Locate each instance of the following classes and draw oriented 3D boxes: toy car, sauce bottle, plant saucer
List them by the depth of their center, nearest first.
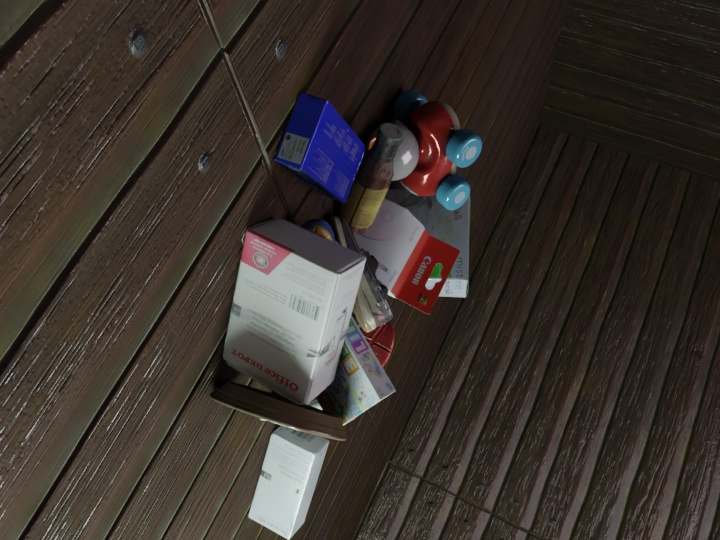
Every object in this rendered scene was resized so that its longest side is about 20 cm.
[{"bbox_3d":[-0.110,0.192,0.879,0.200,0.198,0.030,55,52,-71],"label":"plant saucer"},{"bbox_3d":[0.019,-0.146,1.022,0.066,0.066,0.201,-52,173,-44],"label":"sauce bottle"},{"bbox_3d":[0.072,-0.196,1.110,0.199,0.184,0.178,-21,140,-28],"label":"toy car"}]

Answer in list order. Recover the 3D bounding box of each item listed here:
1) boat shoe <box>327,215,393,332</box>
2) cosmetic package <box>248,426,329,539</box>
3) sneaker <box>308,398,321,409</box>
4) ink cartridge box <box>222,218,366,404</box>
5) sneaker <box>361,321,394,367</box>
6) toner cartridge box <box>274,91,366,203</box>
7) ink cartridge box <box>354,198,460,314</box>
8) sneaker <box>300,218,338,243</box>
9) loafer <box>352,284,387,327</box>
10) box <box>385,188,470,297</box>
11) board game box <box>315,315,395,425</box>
[{"bbox_3d":[0.000,0.000,1.055,0.064,0.202,0.072,-20,-179,-16],"label":"boat shoe"},{"bbox_3d":[-0.141,0.408,1.234,0.074,0.101,0.202,-22,130,-67],"label":"cosmetic package"},{"bbox_3d":[-0.064,0.182,1.085,0.200,0.078,0.078,-93,158,-65],"label":"sneaker"},{"bbox_3d":[-0.092,0.053,0.844,0.083,0.146,0.202,-30,140,-58],"label":"ink cartridge box"},{"bbox_3d":[0.006,0.178,1.183,0.201,0.078,0.116,-60,172,4],"label":"sneaker"},{"bbox_3d":[-0.050,-0.165,0.887,0.096,0.043,0.200,-67,164,-1],"label":"toner cartridge box"},{"bbox_3d":[0.071,-0.035,1.167,0.163,0.199,0.057,-59,167,-29],"label":"ink cartridge box"},{"bbox_3d":[-0.068,-0.030,0.978,0.201,0.075,0.089,103,8,-58],"label":"sneaker"},{"bbox_3d":[-0.025,0.083,1.154,0.200,0.071,0.073,-49,171,35],"label":"loafer"},{"bbox_3d":[0.133,-0.055,1.282,0.097,0.175,0.202,71,23,-65],"label":"box"},{"bbox_3d":[-0.045,0.118,0.924,0.034,0.201,0.134,-20,163,-42],"label":"board game box"}]
